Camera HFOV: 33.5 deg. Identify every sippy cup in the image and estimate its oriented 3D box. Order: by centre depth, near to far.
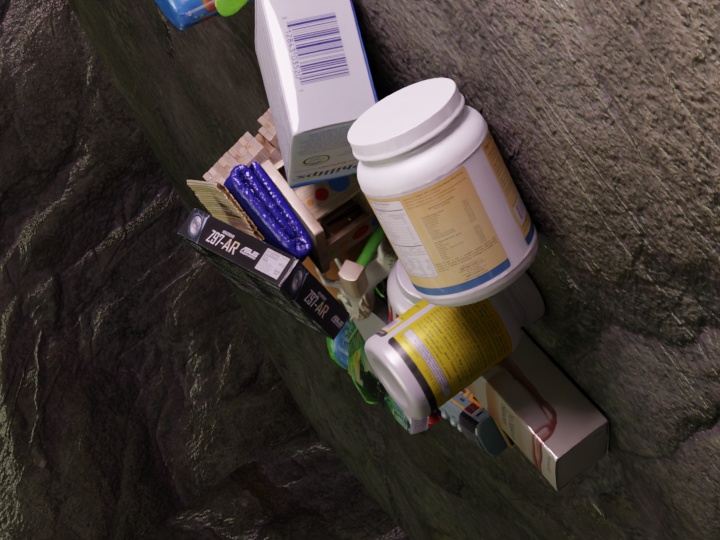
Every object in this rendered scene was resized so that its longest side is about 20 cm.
[{"bbox_3d":[-0.214,-0.395,1.602,0.140,0.130,0.178,58,168,-10],"label":"sippy cup"},{"bbox_3d":[0.033,0.123,1.972,0.130,0.139,0.179,34,158,54],"label":"sippy cup"}]

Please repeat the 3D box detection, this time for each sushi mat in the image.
[{"bbox_3d":[-0.184,-0.083,1.605,0.096,0.012,0.200,54,168,-16],"label":"sushi mat"}]

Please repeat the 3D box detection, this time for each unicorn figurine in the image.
[{"bbox_3d":[0.000,0.000,1.725,0.137,0.199,0.074,43,-145,-23],"label":"unicorn figurine"}]

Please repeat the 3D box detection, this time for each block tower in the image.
[{"bbox_3d":[-0.128,-0.179,1.698,0.054,0.200,0.058,42,179,44],"label":"block tower"}]

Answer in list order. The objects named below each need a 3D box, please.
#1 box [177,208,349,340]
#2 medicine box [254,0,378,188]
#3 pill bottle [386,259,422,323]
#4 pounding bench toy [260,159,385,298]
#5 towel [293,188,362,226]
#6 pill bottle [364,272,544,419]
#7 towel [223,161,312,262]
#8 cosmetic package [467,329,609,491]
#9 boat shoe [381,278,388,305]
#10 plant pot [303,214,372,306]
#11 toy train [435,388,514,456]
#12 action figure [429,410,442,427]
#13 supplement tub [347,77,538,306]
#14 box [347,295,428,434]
[{"bbox_3d":[-0.127,0.005,1.577,0.199,0.044,0.160,26,166,37],"label":"box"},{"bbox_3d":[-0.053,-0.216,1.376,0.200,0.102,0.184,109,148,-77],"label":"medicine box"},{"bbox_3d":[0.092,0.039,1.602,0.112,0.112,0.200,51,167,21],"label":"pill bottle"},{"bbox_3d":[-0.006,-0.080,1.558,0.200,0.155,0.124,52,168,21],"label":"pounding bench toy"},{"bbox_3d":[-0.069,-0.129,1.711,0.200,0.146,0.022,42,153,43],"label":"towel"},{"bbox_3d":[0.113,0.074,1.398,0.113,0.199,0.113,52,168,16],"label":"pill bottle"},{"bbox_3d":[-0.122,-0.069,1.574,0.148,0.049,0.200,49,168,-3],"label":"towel"},{"bbox_3d":[0.215,0.165,1.511,0.200,0.087,0.104,48,165,33],"label":"cosmetic package"},{"bbox_3d":[0.076,0.051,1.790,0.200,0.072,0.071,39,161,56],"label":"boat shoe"},{"bbox_3d":[-0.056,-0.024,1.874,0.140,0.201,0.200,36,164,11],"label":"plant pot"},{"bbox_3d":[0.172,0.181,1.662,0.086,0.114,0.200,61,167,-24],"label":"toy train"},{"bbox_3d":[0.139,0.178,1.939,0.065,0.098,0.201,49,145,37],"label":"action figure"},{"bbox_3d":[0.084,-0.080,1.234,0.201,0.144,0.145,61,167,-24],"label":"supplement tub"},{"bbox_3d":[0.042,0.133,1.795,0.200,0.036,0.146,40,135,53],"label":"box"}]
